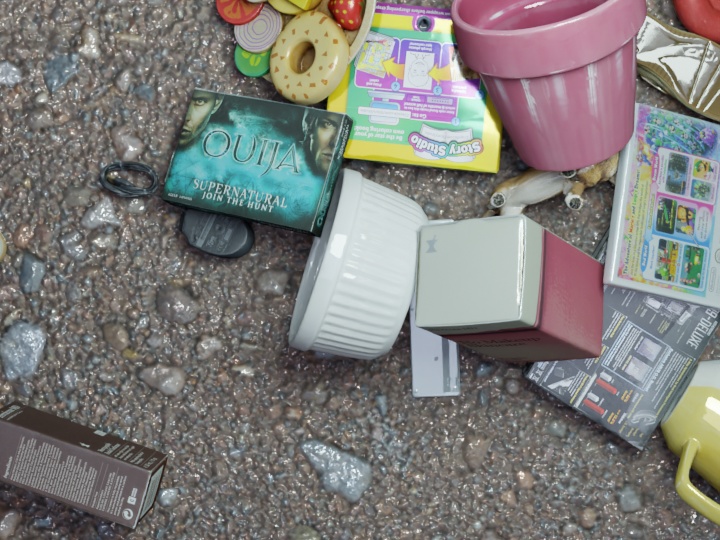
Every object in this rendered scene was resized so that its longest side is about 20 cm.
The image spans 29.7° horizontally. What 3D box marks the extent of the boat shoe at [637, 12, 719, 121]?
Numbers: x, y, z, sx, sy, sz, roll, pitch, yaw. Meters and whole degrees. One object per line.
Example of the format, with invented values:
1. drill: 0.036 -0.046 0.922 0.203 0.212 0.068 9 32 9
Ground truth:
1. boat shoe: 0.345 -0.230 1.488 0.199 0.065 0.072 34 97 0

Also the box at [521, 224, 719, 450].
1. box: 0.298 0.073 1.519 0.157 0.050 0.201 30 95 1

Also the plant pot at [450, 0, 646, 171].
1. plant pot: 0.207 -0.212 1.405 0.198 0.201 0.181 -16 120 5

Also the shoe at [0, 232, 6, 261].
1. shoe: -0.495 0.022 1.567 0.200 0.053 0.070 -44 90 5

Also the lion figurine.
1. lion figurine: 0.199 -0.093 1.498 0.198 0.123 0.073 -17 107 19

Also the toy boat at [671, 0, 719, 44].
1. toy boat: 0.432 -0.307 1.445 0.197 0.131 0.132 5 94 3

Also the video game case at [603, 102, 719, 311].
1. video game case: 0.359 -0.065 1.472 0.180 0.024 0.203 12 80 -14

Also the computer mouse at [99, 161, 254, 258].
1. computer mouse: -0.210 -0.071 1.558 0.198 0.034 0.059 29 87 8

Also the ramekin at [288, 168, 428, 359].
1. ramekin: 0.000 0.000 1.466 0.104 0.200 0.203 17 95 -7

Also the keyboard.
1. keyboard: 0.083 0.044 1.554 0.055 0.011 0.203 -2 93 9

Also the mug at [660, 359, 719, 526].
1. mug: 0.408 0.178 1.459 0.152 0.186 0.150 32 104 9

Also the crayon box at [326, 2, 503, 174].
1. crayon box: 0.065 -0.204 1.513 0.197 0.058 0.175 6 95 4

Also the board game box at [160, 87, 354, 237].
1. board game box: -0.115 -0.122 1.498 0.198 0.028 0.137 12 82 25

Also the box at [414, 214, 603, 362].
1. box: 0.160 0.024 1.425 0.127 0.199 0.110 -5 73 34

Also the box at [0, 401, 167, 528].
1. box: -0.329 0.219 1.547 0.198 0.100 0.076 17 95 2

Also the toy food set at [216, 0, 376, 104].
1. toy food set: -0.071 -0.296 1.487 0.197 0.048 0.202 34 108 27
